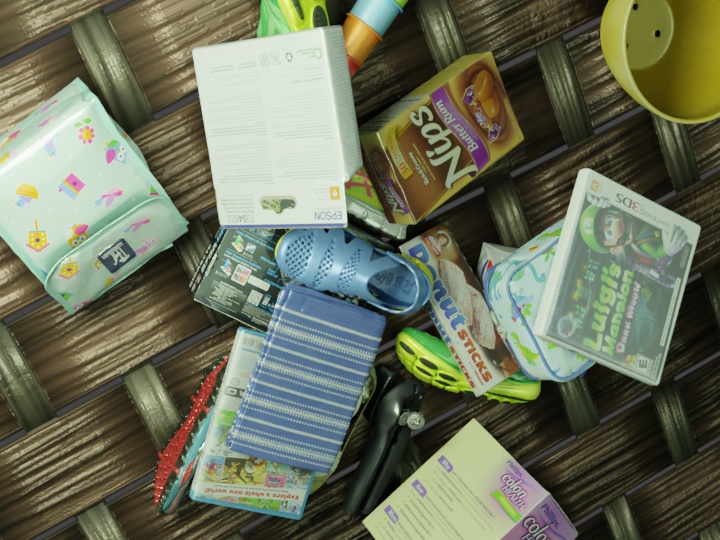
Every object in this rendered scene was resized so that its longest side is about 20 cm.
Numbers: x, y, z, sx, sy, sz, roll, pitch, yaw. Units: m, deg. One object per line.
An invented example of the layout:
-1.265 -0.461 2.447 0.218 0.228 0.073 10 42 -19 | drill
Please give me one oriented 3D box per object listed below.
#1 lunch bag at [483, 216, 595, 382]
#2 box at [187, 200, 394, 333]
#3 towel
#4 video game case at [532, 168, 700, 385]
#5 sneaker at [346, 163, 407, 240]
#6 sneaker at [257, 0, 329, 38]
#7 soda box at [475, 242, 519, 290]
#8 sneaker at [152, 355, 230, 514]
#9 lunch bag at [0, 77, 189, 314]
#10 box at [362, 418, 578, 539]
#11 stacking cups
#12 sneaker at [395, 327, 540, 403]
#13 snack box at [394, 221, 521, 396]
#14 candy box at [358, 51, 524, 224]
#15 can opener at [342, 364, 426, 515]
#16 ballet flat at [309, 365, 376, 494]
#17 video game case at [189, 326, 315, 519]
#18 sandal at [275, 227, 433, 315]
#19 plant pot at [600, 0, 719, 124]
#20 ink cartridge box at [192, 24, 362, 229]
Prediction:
0.253 0.030 1.339 0.199 0.082 0.162 -34 100 -20 | lunch bag
-0.080 -0.002 1.317 0.198 0.046 0.161 26 94 -22 | box
-0.062 0.126 1.291 0.143 0.024 0.203 18 97 -28 | towel
0.301 0.009 1.307 0.180 0.023 0.203 22 80 -23 | video game case
-0.016 -0.114 1.301 0.198 0.078 0.091 28 87 -29 | sneaker
-0.067 -0.245 1.238 0.073 0.083 0.204 -13 103 -26 | sneaker
0.244 0.018 1.420 0.197 0.063 0.069 11 99 -20 | soda box
-0.170 0.207 1.325 0.095 0.079 0.202 29 94 -24 | sneaker
-0.296 -0.069 1.191 0.170 0.122 0.201 -37 120 -8 | lunch bag
0.133 0.319 1.393 0.200 0.176 0.097 -42 125 -5 | box
0.015 -0.293 1.275 0.060 0.061 0.201 33 97 -23 | stacking cups
0.133 0.107 1.406 0.197 0.074 0.085 18 66 -15 | sneaker
0.120 0.046 1.356 0.071 0.024 0.202 -28 85 -23 | snack box
0.092 -0.153 1.296 0.199 0.056 0.118 -38 114 -27 | candy box
0.030 0.220 1.405 0.063 0.079 0.203 5 111 -31 | can opener
-0.036 0.192 1.372 0.070 0.071 0.202 23 96 -22 | ballet flat
-0.105 0.180 1.305 0.141 0.018 0.203 16 91 -27 | video game case
0.000 0.000 1.271 0.197 0.087 0.081 14 101 -15 | sandal
0.365 -0.286 1.340 0.197 0.142 0.204 -5 106 -17 | plant pot
-0.087 -0.147 1.196 0.040 0.197 0.204 -19 106 -49 | ink cartridge box
